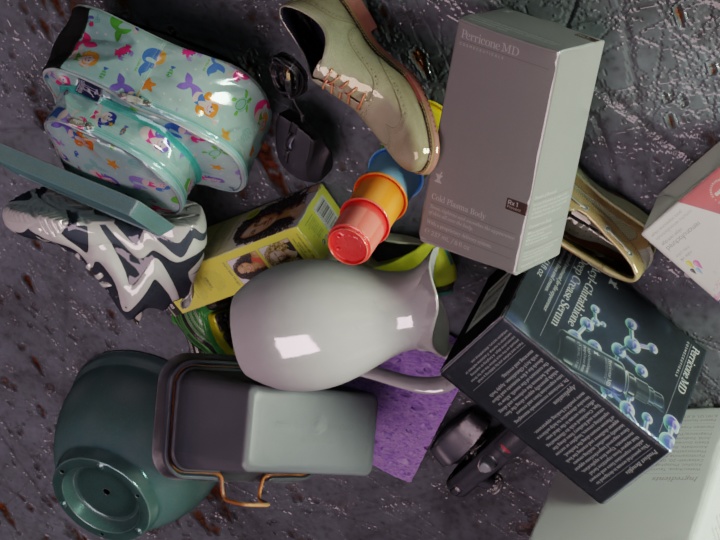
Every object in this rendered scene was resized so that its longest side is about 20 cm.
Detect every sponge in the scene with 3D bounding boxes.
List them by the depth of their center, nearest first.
[{"bbox_3d":[0.037,0.124,1.895,0.111,0.030,0.201,28,132,4],"label":"sponge"}]

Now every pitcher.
[{"bbox_3d":[-0.009,0.064,1.739,0.198,0.122,0.172,-8,131,12],"label":"pitcher"}]

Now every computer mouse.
[{"bbox_3d":[-0.061,-0.134,1.683,0.059,0.034,0.200,42,164,24],"label":"computer mouse"}]

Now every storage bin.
[{"bbox_3d":[-0.085,0.161,1.825,0.134,0.199,0.147,3,87,54],"label":"storage bin"}]

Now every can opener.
[{"bbox_3d":[0.147,0.164,1.849,0.078,0.064,0.200,38,132,-14],"label":"can opener"}]

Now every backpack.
[{"bbox_3d":[-0.186,-0.141,1.708,0.199,0.152,0.178,15,162,7],"label":"backpack"}]

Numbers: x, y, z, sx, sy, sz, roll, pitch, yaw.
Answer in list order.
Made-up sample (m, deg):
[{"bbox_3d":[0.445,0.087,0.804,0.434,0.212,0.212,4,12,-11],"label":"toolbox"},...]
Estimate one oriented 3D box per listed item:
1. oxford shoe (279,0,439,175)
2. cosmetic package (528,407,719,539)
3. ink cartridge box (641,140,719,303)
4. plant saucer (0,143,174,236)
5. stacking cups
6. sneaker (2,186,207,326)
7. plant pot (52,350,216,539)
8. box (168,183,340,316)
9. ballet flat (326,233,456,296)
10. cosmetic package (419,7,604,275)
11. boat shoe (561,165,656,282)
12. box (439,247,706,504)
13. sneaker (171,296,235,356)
[{"bbox_3d":[-0.004,-0.158,1.603,0.201,0.073,0.071,56,140,24],"label":"oxford shoe"},{"bbox_3d":[0.278,0.256,1.766,0.165,0.200,0.168,-4,123,28],"label":"cosmetic package"},{"bbox_3d":[0.358,-0.015,1.605,0.200,0.068,0.116,39,132,-7],"label":"ink cartridge box"},{"bbox_3d":[-0.266,-0.077,1.734,0.199,0.019,0.070,21,172,29],"label":"plant saucer"},{"bbox_3d":[0.029,-0.075,1.627,0.060,0.200,0.061,11,129,14],"label":"stacking cups"},{"bbox_3d":[-0.246,-0.007,1.796,0.197,0.080,0.130,2,118,0],"label":"sneaker"},{"bbox_3d":[-0.254,0.208,2.031,0.199,0.134,0.201,13,131,16],"label":"plant pot"},{"bbox_3d":[-0.112,-0.019,1.826,0.199,0.075,0.050,-21,117,35],"label":"box"},{"bbox_3d":[0.000,0.000,1.802,0.199,0.067,0.068,-8,100,27],"label":"ballet flat"},{"bbox_3d":[0.127,-0.112,1.580,0.106,0.090,0.201,20,116,30],"label":"cosmetic package"},{"bbox_3d":[0.172,-0.056,1.657,0.199,0.076,0.072,28,133,4],"label":"boat shoe"},{"bbox_3d":[0.197,0.085,1.706,0.200,0.149,0.107,39,133,-7],"label":"box"},{"bbox_3d":[-0.127,0.102,1.937,0.085,0.078,0.201,-9,112,39],"label":"sneaker"}]
